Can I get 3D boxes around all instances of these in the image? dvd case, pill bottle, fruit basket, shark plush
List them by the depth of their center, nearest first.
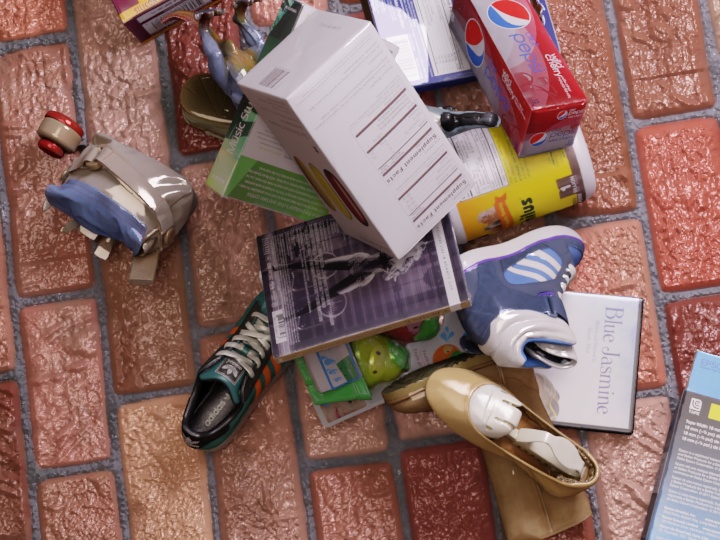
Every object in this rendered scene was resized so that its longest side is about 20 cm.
[{"bbox_3d":[0.000,0.000,1.489,0.198,0.016,0.150,-17,54,8],"label":"dvd case"},{"bbox_3d":[0.019,0.049,1.548,0.198,0.094,0.187,-19,107,9],"label":"fruit basket"},{"bbox_3d":[0.060,-0.161,1.552,0.083,0.199,0.092,-24,95,-39],"label":"shark plush"},{"bbox_3d":[0.136,-0.096,1.574,0.198,0.109,0.110,-19,81,3],"label":"pill bottle"},{"bbox_3d":[0.192,0.091,1.589,0.198,0.018,0.144,5,82,6],"label":"dvd case"}]

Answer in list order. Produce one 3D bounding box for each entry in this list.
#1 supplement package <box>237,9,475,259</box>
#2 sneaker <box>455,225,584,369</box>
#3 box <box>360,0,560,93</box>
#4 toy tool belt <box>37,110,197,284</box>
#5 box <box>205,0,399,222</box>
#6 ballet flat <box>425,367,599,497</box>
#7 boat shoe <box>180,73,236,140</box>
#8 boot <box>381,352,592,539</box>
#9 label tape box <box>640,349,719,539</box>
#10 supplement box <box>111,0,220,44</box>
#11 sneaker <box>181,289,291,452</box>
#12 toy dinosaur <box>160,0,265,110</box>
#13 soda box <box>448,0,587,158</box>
[{"bbox_3d":[-0.002,-0.127,1.423,0.109,0.114,0.201,-43,119,-12],"label":"supplement package"},{"bbox_3d":[0.183,0.040,1.514,0.147,0.199,0.081,54,134,25],"label":"sneaker"},{"bbox_3d":[0.107,-0.261,1.619,0.198,0.032,0.122,-13,81,-16],"label":"box"},{"bbox_3d":[-0.279,-0.076,1.609,0.199,0.125,0.124,27,77,9],"label":"toy tool belt"},{"bbox_3d":[-0.056,-0.153,1.498,0.036,0.144,0.202,30,100,43],"label":"box"},{"bbox_3d":[0.154,0.152,1.471,0.199,0.063,0.069,33,67,-19],"label":"ballet flat"},{"bbox_3d":[-0.098,-0.154,1.640,0.199,0.063,0.074,15,71,1],"label":"boat shoe"},{"bbox_3d":[0.130,0.182,1.523,0.174,0.066,0.202,-19,93,-15],"label":"boot"},{"bbox_3d":[0.379,0.198,1.531,0.143,0.063,0.202,15,84,8],"label":"label tape box"},{"bbox_3d":[-0.246,-0.368,1.663,0.110,0.086,0.201,-28,80,2],"label":"supplement box"},{"bbox_3d":[-0.122,0.101,1.587,0.071,0.080,0.201,29,86,9],"label":"sneaker"},{"bbox_3d":[-0.107,-0.194,1.594,0.104,0.200,0.183,-23,109,-25],"label":"toy dinosaur"},{"bbox_3d":[0.155,-0.211,1.526,0.063,0.070,0.201,-11,54,-17],"label":"soda box"}]
